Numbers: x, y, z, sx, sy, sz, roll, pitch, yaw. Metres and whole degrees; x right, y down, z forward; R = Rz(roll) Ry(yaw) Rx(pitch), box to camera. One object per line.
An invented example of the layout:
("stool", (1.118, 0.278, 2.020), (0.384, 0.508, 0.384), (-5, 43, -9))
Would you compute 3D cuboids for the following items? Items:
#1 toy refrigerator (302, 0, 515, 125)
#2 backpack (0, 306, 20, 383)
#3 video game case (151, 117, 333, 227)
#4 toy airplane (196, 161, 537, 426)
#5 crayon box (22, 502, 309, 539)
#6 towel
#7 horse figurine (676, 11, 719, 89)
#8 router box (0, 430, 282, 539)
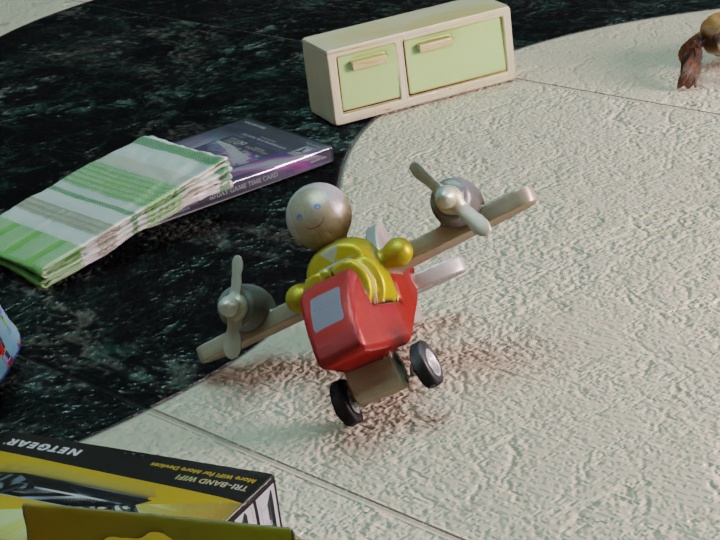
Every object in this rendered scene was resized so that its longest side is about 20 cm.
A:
("toy refrigerator", (0.050, -0.205, 1.835), (0.198, 0.077, 0.070), (-16, 24, -20))
("backpack", (-0.345, 0.035, 1.313), (0.198, 0.136, 0.183), (-2, 24, 7))
("video game case", (-0.144, -0.090, 1.697), (0.199, 0.019, 0.142), (-21, 26, -31))
("toy airplane", (0.000, 0.000, 1.268), (0.200, 0.142, 0.199), (-37, 14, -27))
("crayon box", (-0.060, 0.179, 0.783), (0.126, 0.202, 0.051), (3, 24, 22))
("towel", (-0.220, -0.050, 1.588), (0.199, 0.031, 0.149), (-33, 29, -27))
("horse figurine", (0.385, -0.221, 1.797), (0.198, 0.050, 0.133), (-10, 23, -7))
("router box", (-0.166, 0.160, 1.057), (0.198, 0.053, 0.157), (5, 26, 28))
